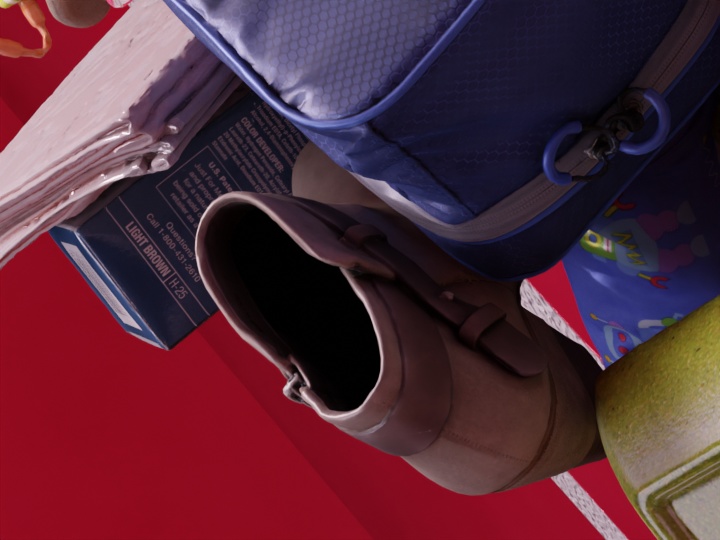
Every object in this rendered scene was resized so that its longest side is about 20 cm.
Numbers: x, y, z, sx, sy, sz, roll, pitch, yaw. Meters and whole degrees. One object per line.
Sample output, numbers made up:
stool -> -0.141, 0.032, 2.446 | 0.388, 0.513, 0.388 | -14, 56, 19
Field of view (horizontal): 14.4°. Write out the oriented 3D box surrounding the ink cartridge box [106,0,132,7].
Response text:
ink cartridge box -> -0.095, -0.217, 1.001 | 0.200, 0.145, 0.084 | 49, 169, 20

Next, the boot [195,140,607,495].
boot -> 0.000, 0.000, 0.929 | 0.146, 0.070, 0.200 | 17, -160, -49

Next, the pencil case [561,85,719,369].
pencil case -> 0.110, 0.000, 1.018 | 0.086, 0.078, 0.200 | -4, 139, 24

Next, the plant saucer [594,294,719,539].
plant saucer -> 0.172, 0.084, 0.820 | 0.200, 0.048, 0.200 | 52, 138, 0

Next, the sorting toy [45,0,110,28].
sorting toy -> -0.130, -0.221, 1.164 | 0.200, 0.036, 0.186 | 69, -154, -68

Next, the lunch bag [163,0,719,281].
lunch bag -> 0.026, -0.095, 0.884 | 0.200, 0.136, 0.132 | 47, -174, 38

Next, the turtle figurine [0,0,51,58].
turtle figurine -> -0.110, -0.171, 1.294 | 0.065, 0.199, 0.162 | 106, 148, -54

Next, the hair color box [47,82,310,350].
hair color box -> -0.022, -0.056, 1.092 | 0.061, 0.200, 0.100 | 52, 172, -11

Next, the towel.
towel -> -0.070, -0.082, 1.072 | 0.032, 0.200, 0.191 | 47, 146, -13
